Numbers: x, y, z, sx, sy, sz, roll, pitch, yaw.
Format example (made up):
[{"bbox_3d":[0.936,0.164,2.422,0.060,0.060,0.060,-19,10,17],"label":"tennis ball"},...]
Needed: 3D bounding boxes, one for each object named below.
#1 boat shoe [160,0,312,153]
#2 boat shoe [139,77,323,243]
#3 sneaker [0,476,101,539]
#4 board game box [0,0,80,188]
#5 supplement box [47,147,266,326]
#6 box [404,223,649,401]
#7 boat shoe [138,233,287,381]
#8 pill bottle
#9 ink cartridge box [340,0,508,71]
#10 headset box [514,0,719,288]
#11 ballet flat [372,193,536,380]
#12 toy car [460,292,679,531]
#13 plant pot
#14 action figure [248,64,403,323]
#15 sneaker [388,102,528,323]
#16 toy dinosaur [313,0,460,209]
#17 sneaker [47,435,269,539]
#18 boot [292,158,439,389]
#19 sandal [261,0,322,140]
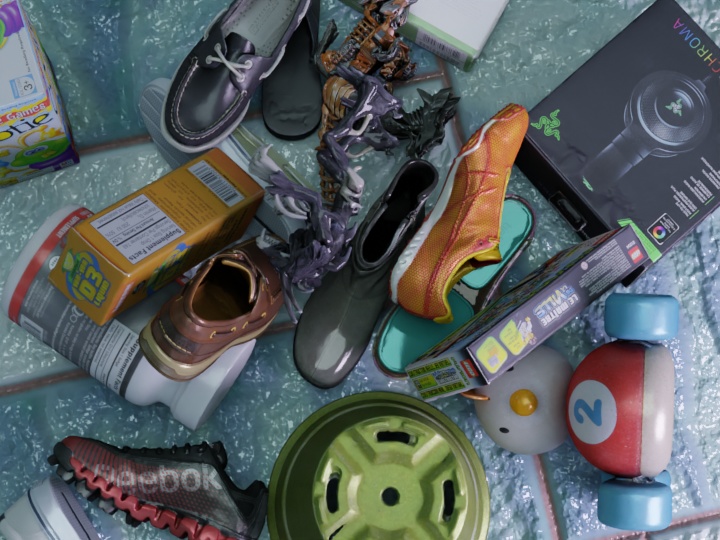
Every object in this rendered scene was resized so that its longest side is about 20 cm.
[{"bbox_3d":[-0.104,-0.190,1.311,0.074,0.060,0.201,38,68,-2],"label":"boat shoe"},{"bbox_3d":[-0.115,-0.098,1.354,0.200,0.072,0.062,46,47,7],"label":"boat shoe"},{"bbox_3d":[-0.237,0.275,1.274,0.070,0.073,0.201,-34,76,7],"label":"sneaker"},{"bbox_3d":[-0.312,-0.150,1.280,0.102,0.200,0.106,-18,80,-5],"label":"board game box"},{"bbox_3d":[-0.164,-0.031,1.244,0.069,0.067,0.200,42,38,11],"label":"supplement box"},{"bbox_3d":[0.139,0.035,1.256,0.199,0.110,0.035,-35,94,-29],"label":"box"},{"bbox_3d":[-0.102,0.019,1.236,0.072,0.200,0.068,43,125,2],"label":"boat shoe"},{"bbox_3d":[-0.196,0.042,1.290,0.199,0.116,0.117,33,80,4],"label":"pill bottle"},{"bbox_3d":[0.088,-0.308,1.403,0.144,0.048,0.202,29,79,3],"label":"ink cartridge box"},{"bbox_3d":[0.249,-0.110,1.348,0.199,0.093,0.175,-40,82,-8],"label":"headset box"},{"bbox_3d":[0.082,0.017,1.328,0.069,0.071,0.201,38,80,-1],"label":"ballet flat"},{"bbox_3d":[0.165,0.111,1.274,0.197,0.177,0.187,2,90,11],"label":"toy car"},{"bbox_3d":[0.018,0.189,1.232,0.197,0.190,0.203,0,79,-1],"label":"plant pot"},{"bbox_3d":[-0.041,-0.063,1.250,0.101,0.119,0.202,24,72,6],"label":"action figure"},{"bbox_3d":[0.097,-0.047,1.277,0.076,0.073,0.202,27,84,12],"label":"sneaker"},{"bbox_3d":[0.014,-0.153,1.356,0.134,0.102,0.202,23,116,7],"label":"toy dinosaur"},{"bbox_3d":[-0.165,0.178,1.288,0.199,0.071,0.099,26,79,1],"label":"sneaker"},{"bbox_3d":[0.000,0.000,1.297,0.067,0.131,0.202,28,79,4],"label":"boot"},{"bbox_3d":[-0.068,-0.222,1.383,0.075,0.043,0.203,-11,80,-4],"label":"sandal"}]
